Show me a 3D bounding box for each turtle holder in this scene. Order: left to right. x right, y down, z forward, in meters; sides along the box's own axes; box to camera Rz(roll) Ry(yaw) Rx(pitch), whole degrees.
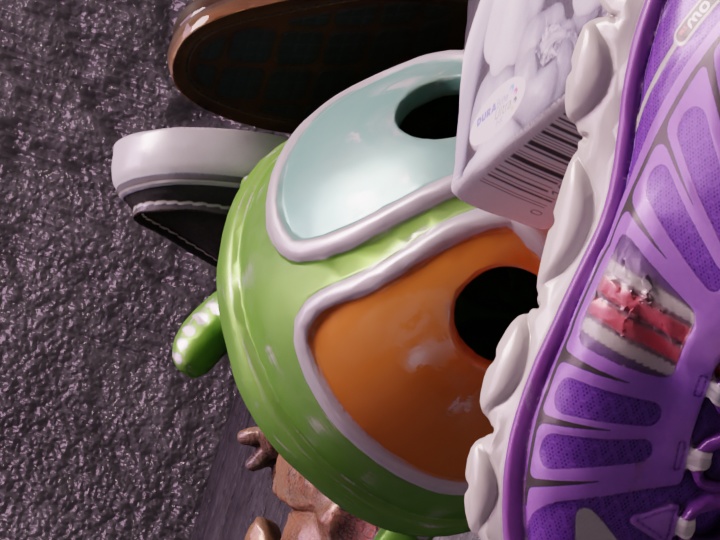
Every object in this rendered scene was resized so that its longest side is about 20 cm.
[{"bbox_3d":[0.044,-0.005,0.933,0.185,0.141,0.132,-25,-10,-47],"label":"turtle holder"}]

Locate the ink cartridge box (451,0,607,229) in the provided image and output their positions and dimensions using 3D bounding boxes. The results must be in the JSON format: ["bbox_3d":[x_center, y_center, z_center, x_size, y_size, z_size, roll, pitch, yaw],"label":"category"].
[{"bbox_3d":[0.095,-0.139,0.798,0.198,0.043,0.201,-40,37,51],"label":"ink cartridge box"}]

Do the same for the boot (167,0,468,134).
[{"bbox_3d":[0.011,-0.106,1.022,0.097,0.199,0.075,60,145,34],"label":"boot"}]

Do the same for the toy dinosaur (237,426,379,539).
[{"bbox_3d":[-0.001,0.099,1.075,0.136,0.085,0.201,-151,66,-84],"label":"toy dinosaur"}]

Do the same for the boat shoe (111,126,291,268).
[{"bbox_3d":[0.000,0.000,1.038,0.068,0.199,0.057,-17,62,51],"label":"boat shoe"}]

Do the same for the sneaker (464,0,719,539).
[{"bbox_3d":[0.081,0.015,0.670,0.083,0.080,0.201,20,105,55],"label":"sneaker"}]
